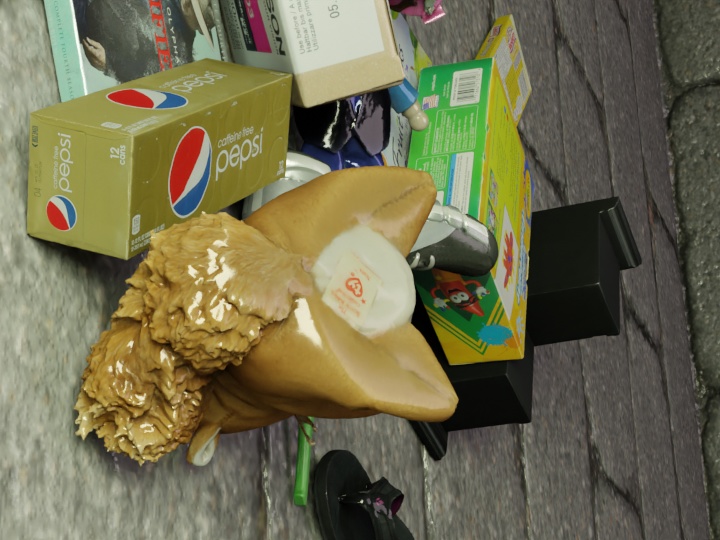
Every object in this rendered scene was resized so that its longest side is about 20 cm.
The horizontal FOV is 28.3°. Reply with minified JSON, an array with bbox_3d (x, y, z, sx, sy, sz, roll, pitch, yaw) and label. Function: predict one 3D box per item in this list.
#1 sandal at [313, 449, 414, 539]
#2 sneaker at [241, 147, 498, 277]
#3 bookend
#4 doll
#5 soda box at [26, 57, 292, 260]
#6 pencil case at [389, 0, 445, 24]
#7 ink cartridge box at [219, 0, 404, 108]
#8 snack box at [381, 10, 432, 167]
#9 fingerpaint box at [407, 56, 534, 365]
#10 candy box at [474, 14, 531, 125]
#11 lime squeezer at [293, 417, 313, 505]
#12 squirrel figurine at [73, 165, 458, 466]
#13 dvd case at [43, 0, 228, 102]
[{"bbox_3d":[0.017,0.193,1.093,0.201,0.047,0.076,54,33,-52],"label":"sandal"},{"bbox_3d":[0.000,0.000,1.012,0.075,0.197,0.117,139,-34,-62],"label":"sneaker"},{"bbox_3d":[0.150,0.052,1.296,0.092,0.197,0.201,58,29,-44],"label":"bookend"},{"bbox_3d":[-0.007,-0.111,1.084,0.048,0.135,0.203,-176,-96,-66],"label":"doll"},{"bbox_3d":[-0.107,-0.070,0.813,0.200,0.063,0.069,-38,137,-63],"label":"soda box"},{"bbox_3d":[0.021,-0.247,1.089,0.200,0.090,0.095,-5,80,-73],"label":"pencil case"},{"bbox_3d":[-0.050,-0.216,0.939,0.165,0.074,0.203,-151,-133,-70],"label":"ink cartridge box"},{"bbox_3d":[0.015,-0.127,1.221,0.142,0.052,0.203,46,40,-55],"label":"snack box"},{"bbox_3d":[0.094,-0.050,1.228,0.168,0.072,0.202,64,27,-47],"label":"fingerpaint box"},{"bbox_3d":[0.170,-0.228,1.718,0.200,0.026,0.103,-61,135,-60],"label":"candy box"},{"bbox_3d":[-0.027,0.067,1.046,0.202,0.037,0.071,-79,152,-44],"label":"lime squeezer"},{"bbox_3d":[-0.068,0.037,0.797,0.198,0.186,0.144,1,70,-36],"label":"squirrel figurine"},{"bbox_3d":[-0.135,-0.161,0.882,0.200,0.022,0.148,-10,91,-71],"label":"dvd case"}]
